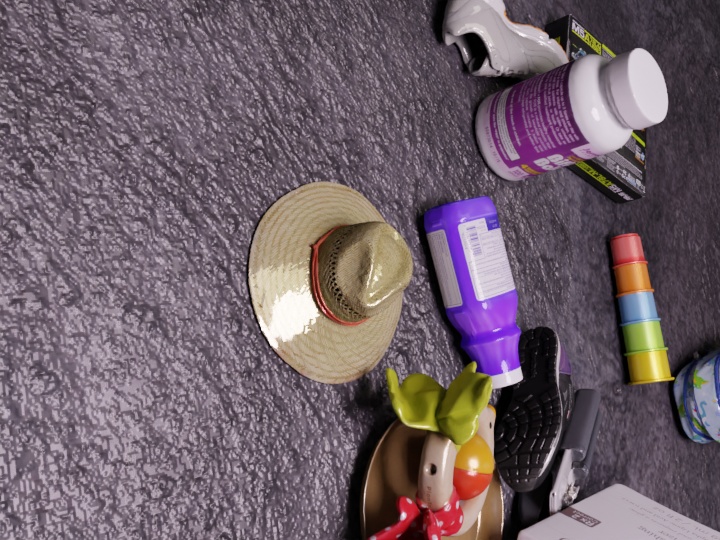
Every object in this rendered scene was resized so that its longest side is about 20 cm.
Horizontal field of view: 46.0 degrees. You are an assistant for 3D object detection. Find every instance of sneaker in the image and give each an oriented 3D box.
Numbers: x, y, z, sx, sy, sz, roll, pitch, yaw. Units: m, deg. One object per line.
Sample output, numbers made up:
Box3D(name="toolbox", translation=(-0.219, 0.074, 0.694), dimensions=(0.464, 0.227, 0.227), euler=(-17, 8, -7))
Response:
Box3D(name="sneaker", translation=(0.207, 0.163, 0.933), dimensions=(0.088, 0.075, 0.201), euler=(50, 43, -31))
Box3D(name="sneaker", translation=(0.169, -0.257, 1.020), dimensions=(0.199, 0.076, 0.092), euler=(31, 68, -26))

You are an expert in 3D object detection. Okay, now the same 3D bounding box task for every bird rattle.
Box3D(name="bird rattle", translation=(0.087, 0.186, 0.776), dimensions=(0.163, 0.112, 0.201), euler=(16, 72, -57))

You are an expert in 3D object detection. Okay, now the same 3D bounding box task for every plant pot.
Box3D(name="plant pot", translation=(0.068, 0.233, 0.827), dimensions=(0.199, 0.027, 0.201), euler=(13, 71, -40))

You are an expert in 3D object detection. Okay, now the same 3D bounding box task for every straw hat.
Box3D(name="straw hat", translation=(0.000, 0.000, 0.778), dimensions=(0.200, 0.085, 0.202), euler=(12, 72, -42))

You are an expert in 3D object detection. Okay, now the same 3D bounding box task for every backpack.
Box3D(name="backpack", translation=(0.539, 0.180, 1.219), dimensions=(0.200, 0.153, 0.164), euler=(-7, 87, -66))

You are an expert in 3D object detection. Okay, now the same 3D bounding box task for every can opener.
Box3D(name="can opener", translation=(0.233, 0.208, 0.967), dimensions=(0.200, 0.066, 0.053), euler=(-48, 134, -47))

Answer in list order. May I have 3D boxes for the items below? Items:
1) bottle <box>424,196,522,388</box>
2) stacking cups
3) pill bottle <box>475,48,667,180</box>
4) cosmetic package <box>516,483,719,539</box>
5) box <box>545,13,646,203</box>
Box3D(name="bottle", translation=(0.127, 0.024, 0.906), dimensions=(0.083, 0.065, 0.201), euler=(-15, 90, -44))
Box3D(name="stacking cups", translation=(0.377, 0.051, 1.139), dimensions=(0.060, 0.060, 0.201), euler=(4, 78, -43))
Box3D(name="pill bottle", translation=(0.239, -0.178, 0.967), dimensions=(0.112, 0.199, 0.113), euler=(12, 72, -41))
Box3D(name="cosmetic package", translation=(0.268, 0.345, 0.861), dimensions=(0.199, 0.164, 0.166), euler=(-5, 108, -45))
Box3D(name="box", translation=(0.324, -0.218, 1.167), dimensions=(0.199, 0.047, 0.194), euler=(24, 62, -36))
